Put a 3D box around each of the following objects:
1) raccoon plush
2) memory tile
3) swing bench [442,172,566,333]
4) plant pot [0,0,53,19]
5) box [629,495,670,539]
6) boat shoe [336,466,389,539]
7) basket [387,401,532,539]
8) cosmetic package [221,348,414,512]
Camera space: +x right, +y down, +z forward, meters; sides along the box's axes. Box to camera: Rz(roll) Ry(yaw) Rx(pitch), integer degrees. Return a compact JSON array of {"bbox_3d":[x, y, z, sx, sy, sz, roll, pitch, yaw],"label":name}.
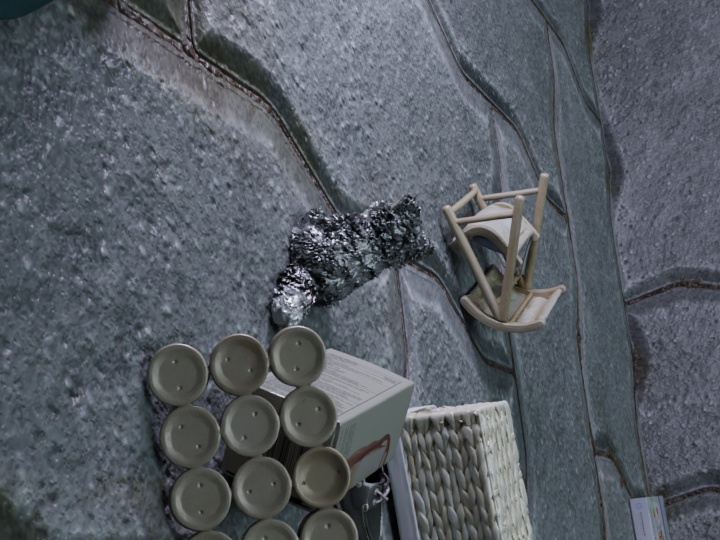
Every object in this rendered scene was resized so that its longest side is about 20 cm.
[{"bbox_3d":[0.000,0.000,1.302,0.201,0.132,0.097,-76,148,-49],"label":"raccoon plush"},{"bbox_3d":[-0.085,0.151,1.020,0.017,0.151,0.203,152,-72,-74],"label":"memory tile"},{"bbox_3d":[0.219,-0.024,1.890,0.199,0.128,0.203,-37,118,-67],"label":"swing bench"},{"bbox_3d":[-0.214,-0.298,0.889,0.200,0.159,0.203,-12,90,-68],"label":"plant pot"},{"bbox_3d":[0.630,0.567,2.721,0.200,0.041,0.158,20,60,-64],"label":"box"},{"bbox_3d":[0.003,0.194,1.312,0.067,0.056,0.203,-6,84,-69],"label":"boat shoe"},{"bbox_3d":[0.117,0.254,1.458,0.135,0.122,0.203,3,77,-67],"label":"basket"},{"bbox_3d":[-0.035,0.141,1.158,0.200,0.102,0.088,-13,121,-67],"label":"cosmetic package"}]
